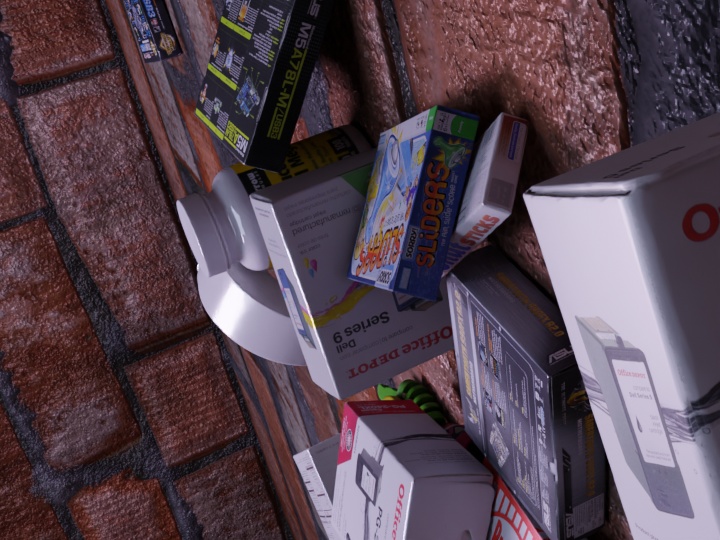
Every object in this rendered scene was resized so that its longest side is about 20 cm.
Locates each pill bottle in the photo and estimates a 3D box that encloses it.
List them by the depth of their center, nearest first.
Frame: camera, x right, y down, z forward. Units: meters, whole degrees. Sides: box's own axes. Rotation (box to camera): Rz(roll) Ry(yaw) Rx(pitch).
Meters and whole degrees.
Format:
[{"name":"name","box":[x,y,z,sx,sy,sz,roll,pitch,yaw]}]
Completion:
[{"name":"pill bottle","box":[-0.081,-0.068,1.011,0.112,0.200,0.112,58,163,30]}]

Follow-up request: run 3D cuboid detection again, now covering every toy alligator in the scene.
[{"name":"toy alligator","box":[0.079,0.182,1.111,0.054,0.059,0.200,-58,41,20]}]

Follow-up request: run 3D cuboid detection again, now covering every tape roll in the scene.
[{"name":"tape roll","box":[-0.080,0.011,1.106,0.202,0.202,0.071,58,136,33]}]

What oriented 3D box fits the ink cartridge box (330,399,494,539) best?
[{"name":"ink cartridge box","box":[0.044,0.229,0.966,0.200,0.083,0.145,-146,61,-68]}]

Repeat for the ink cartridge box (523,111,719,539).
[{"name":"ink cartridge box","box":[0.169,0.036,0.376,0.084,0.145,0.200,-163,52,-73]}]

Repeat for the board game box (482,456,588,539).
[{"name":"board game box","box":[0.139,0.292,0.891,0.152,0.046,0.200,-125,43,-56]}]

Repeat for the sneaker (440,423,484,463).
[{"name":"sneaker","box":[0.122,0.256,1.000,0.200,0.081,0.075,68,164,1]}]

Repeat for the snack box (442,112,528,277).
[{"name":"snack box","box":[0.073,-0.043,0.740,0.200,0.024,0.072,129,156,-68]}]

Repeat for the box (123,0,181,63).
[{"name":"box","box":[-0.411,-0.499,1.871,0.200,0.050,0.199,27,138,68]}]

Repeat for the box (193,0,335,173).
[{"name":"box","box":[-0.100,-0.219,0.984,0.200,0.047,0.193,43,120,57]}]

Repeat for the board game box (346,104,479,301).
[{"name":"board game box","box":[0.036,-0.050,0.776,0.200,0.034,0.135,-171,95,-80]}]

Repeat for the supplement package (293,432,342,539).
[{"name":"supplement package","box":[0.030,0.292,1.239,0.200,0.152,0.151,66,165,9]}]

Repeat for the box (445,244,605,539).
[{"name":"box","box":[0.134,0.102,0.794,0.158,0.048,0.200,-128,22,-50]}]

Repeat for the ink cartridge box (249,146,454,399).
[{"name":"ink cartridge box","box":[0.000,0.000,0.930,0.088,0.145,0.200,25,134,67]}]
